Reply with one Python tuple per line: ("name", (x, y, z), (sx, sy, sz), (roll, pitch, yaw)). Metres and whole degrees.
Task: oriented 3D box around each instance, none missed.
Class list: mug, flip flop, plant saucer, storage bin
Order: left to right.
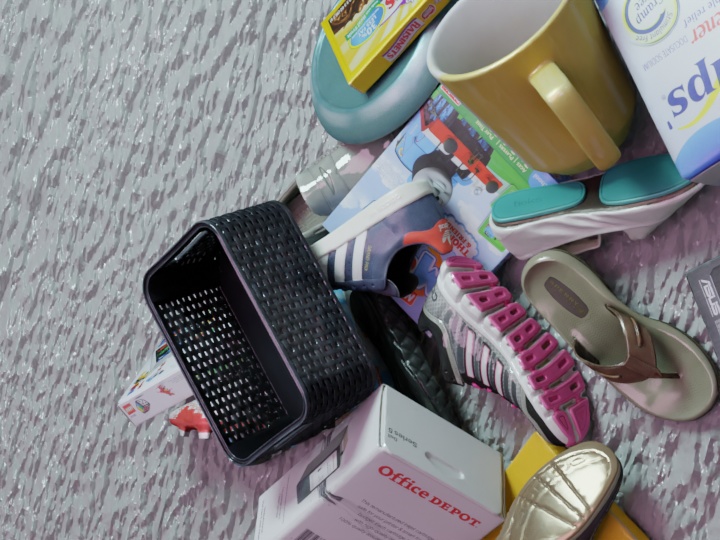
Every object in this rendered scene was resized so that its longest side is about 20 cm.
("storage bin", (-0.092, 0.055, 1.531), (0.135, 0.093, 0.201), (-39, 74, 44))
("plant saucer", (0.017, -0.216, 1.601), (0.199, 0.027, 0.202), (-27, 49, 37))
("mug", (0.153, -0.150, 1.439), (0.149, 0.153, 0.187), (-18, 37, 34))
("flip flop", (0.216, 0.059, 1.454), (0.200, 0.058, 0.081), (41, 117, 8))

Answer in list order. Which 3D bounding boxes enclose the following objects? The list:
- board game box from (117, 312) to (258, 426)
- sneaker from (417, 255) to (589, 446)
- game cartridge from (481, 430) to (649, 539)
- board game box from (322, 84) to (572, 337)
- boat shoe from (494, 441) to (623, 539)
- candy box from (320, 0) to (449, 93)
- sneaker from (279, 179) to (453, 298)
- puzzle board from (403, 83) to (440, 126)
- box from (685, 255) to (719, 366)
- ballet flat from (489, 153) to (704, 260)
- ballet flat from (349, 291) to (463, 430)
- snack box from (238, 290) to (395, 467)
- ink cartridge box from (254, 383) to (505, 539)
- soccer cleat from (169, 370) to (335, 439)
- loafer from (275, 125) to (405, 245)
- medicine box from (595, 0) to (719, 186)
("board game box", (-0.147, 0.073, 1.717), (0.199, 0.126, 0.035), (-30, 108, 34))
("sneaker", (0.124, 0.084, 1.532), (0.200, 0.074, 0.088), (50, 129, 11))
("game cartridge", (0.179, 0.273, 1.522), (0.200, 0.032, 0.177), (49, 117, 30))
("board game box", (0.079, -0.060, 1.569), (0.151, 0.037, 0.200), (45, 118, 8))
("boat shoe", (0.161, 0.238, 1.477), (0.072, 0.065, 0.201), (37, 93, 43))
("candy box", (0.047, -0.264, 1.551), (0.200, 0.026, 0.103), (-46, 43, 22))
("sneaker", (0.000, 0.000, 1.560), (0.199, 0.075, 0.085), (-34, 84, 31))
("puzzle board", (0.084, -0.196, 1.604), (0.151, 0.017, 0.201), (44, 116, 29))
("box", (0.367, 0.061, 1.362), (0.158, 0.048, 0.201), (-29, 73, 33))
("ballet flat", (0.210, -0.051, 1.472), (0.198, 0.069, 0.070), (-12, 82, 23))
("ballet flat", (0.056, 0.091, 1.605), (0.201, 0.056, 0.067), (62, 155, 14))
("snack box", (-0.061, 0.107, 1.702), (0.199, 0.037, 0.117), (-30, 72, 34))
("ink cartridge box", (0.017, 0.216, 1.555), (0.200, 0.145, 0.084), (-44, 25, 33))
("soccer cleat", (-0.104, 0.121, 1.674), (0.199, 0.068, 0.086), (-10, 75, 34))
("loafer", (-0.029, -0.076, 1.652), (0.200, 0.070, 0.070), (-44, 69, 32))
("medicine box", (0.311, -0.199, 1.372), (0.182, 0.103, 0.201), (-35, 69, 32))
